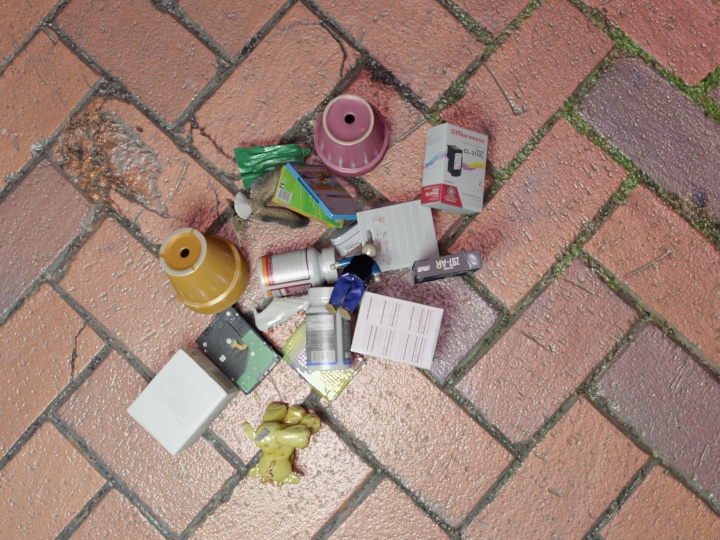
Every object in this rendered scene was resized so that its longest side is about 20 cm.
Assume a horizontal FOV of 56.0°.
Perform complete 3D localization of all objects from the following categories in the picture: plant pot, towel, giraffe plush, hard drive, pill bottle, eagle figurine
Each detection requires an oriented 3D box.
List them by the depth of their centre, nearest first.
[{"bbox_3d":[-0.080,0.144,1.671,0.112,0.114,0.203,-2,84,3],"label":"pill bottle"},{"bbox_3d":[-0.199,0.448,1.682,0.171,0.199,0.164,16,112,34],"label":"giraffe plush"},{"bbox_3d":[-0.404,-0.013,1.685,0.197,0.183,0.203,-4,69,11],"label":"plant pot"},{"bbox_3d":[-0.027,-0.355,1.720,0.197,0.179,0.203,0,84,3],"label":"plant pot"},{"bbox_3d":[-0.157,0.001,1.732,0.197,0.110,0.111,-10,85,2],"label":"pill bottle"},{"bbox_3d":[-0.241,-0.172,1.740,0.197,0.153,0.152,-16,45,-5],"label":"eagle figurine"},{"bbox_3d":[-0.313,0.202,1.749,0.200,0.038,0.140,44,99,8],"label":"hard drive"},{"bbox_3d":[-0.100,0.229,1.755,0.199,0.023,0.144,39,89,6],"label":"towel"}]

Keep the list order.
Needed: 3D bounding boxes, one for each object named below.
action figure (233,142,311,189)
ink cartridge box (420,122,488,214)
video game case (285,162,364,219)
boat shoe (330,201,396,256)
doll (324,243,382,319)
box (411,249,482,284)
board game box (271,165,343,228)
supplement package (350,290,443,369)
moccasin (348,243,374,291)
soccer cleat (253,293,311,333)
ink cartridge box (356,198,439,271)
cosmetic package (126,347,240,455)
[{"bbox_3d":[-0.225,-0.290,1.789,0.197,0.055,0.120,-15,83,-5],"label":"action figure"},{"bbox_3d":[0.238,-0.256,1.715,0.144,0.082,0.203,8,85,-32],"label":"ink cartridge box"},{"bbox_3d":[-0.085,-0.200,1.708,0.200,0.142,0.018,50,121,24],"label":"video game case"},{"bbox_3d":[0.017,-0.109,1.761,0.199,0.074,0.066,-31,112,-4],"label":"boat shoe"},{"bbox_3d":[-0.016,0.014,1.625,0.135,0.049,0.201,19,64,23],"label":"doll"},{"bbox_3d":[0.209,-0.007,1.669,0.158,0.200,0.044,-10,85,1],"label":"box"},{"bbox_3d":[-0.125,-0.185,1.741,0.198,0.030,0.097,22,70,-22],"label":"board game box"},{"bbox_3d":[0.090,0.146,1.684,0.197,0.152,0.153,13,87,3],"label":"supplement package"},{"bbox_3d":[0.000,0.000,1.738,0.068,0.080,0.202,28,86,0],"label":"moccasin"},{"bbox_3d":[-0.185,0.090,1.750,0.198,0.069,0.078,-28,81,3],"label":"soccer cleat"},{"bbox_3d":[0.094,-0.088,1.724,0.197,0.057,0.165,-12,94,-10],"label":"ink cartridge box"},{"bbox_3d":[-0.435,0.322,1.693,0.165,0.165,0.200,42,87,6],"label":"cosmetic package"}]
